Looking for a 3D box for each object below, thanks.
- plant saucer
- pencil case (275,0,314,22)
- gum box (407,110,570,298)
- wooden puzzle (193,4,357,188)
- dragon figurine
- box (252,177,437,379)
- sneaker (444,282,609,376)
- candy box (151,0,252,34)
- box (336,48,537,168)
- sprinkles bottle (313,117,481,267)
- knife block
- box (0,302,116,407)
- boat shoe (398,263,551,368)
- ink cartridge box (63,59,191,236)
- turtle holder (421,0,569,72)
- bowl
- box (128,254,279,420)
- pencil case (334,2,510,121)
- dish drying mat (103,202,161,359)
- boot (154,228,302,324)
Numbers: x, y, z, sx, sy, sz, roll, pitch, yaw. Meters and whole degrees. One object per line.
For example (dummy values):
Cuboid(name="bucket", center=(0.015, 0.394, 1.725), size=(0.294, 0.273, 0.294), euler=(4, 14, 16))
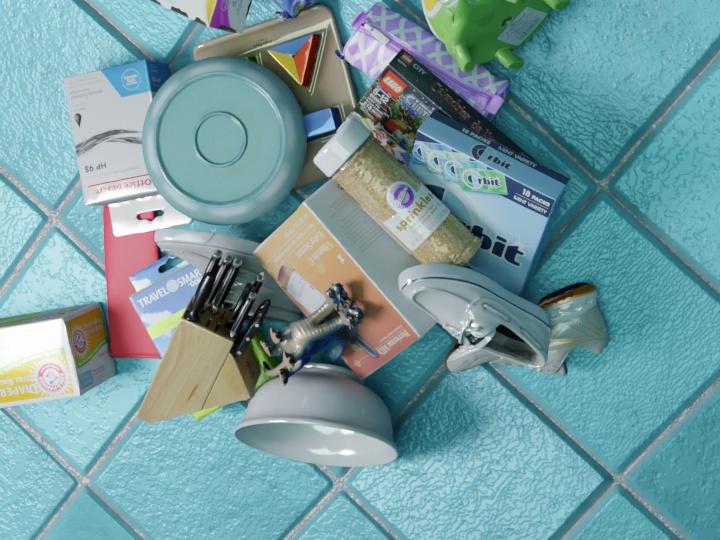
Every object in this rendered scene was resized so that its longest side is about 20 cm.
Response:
Cuboid(name="plant saucer", center=(-0.164, -0.153, 1.571), size=(0.199, 0.027, 0.201), euler=(0, 92, 6))
Cuboid(name="pencil case", center=(-0.029, -0.373, 1.528), size=(0.200, 0.087, 0.078), euler=(-34, 85, 14))
Cuboid(name="gum box", center=(0.127, -0.060, 1.496), size=(0.169, 0.045, 0.200), euler=(29, 140, 12))
Cuboid(name="wooden puzzle", center=(-0.098, -0.198, 1.600), size=(0.185, 0.046, 0.201), euler=(-15, 95, 16))
Cuboid(name="dragon figurine", center=(-0.055, 0.079, 1.513), size=(0.099, 0.200, 0.059), euler=(-25, 74, -21))
Cuboid(name="box", center=(0.000, 0.000, 1.537), size=(0.200, 0.106, 0.152), euler=(49, 143, 0))
Cuboid(name="sneaker", center=(0.196, 0.092, 1.559), size=(0.199, 0.076, 0.092), euler=(-23, 97, 18))
Cuboid(name="candy box", center=(-0.203, -0.372, 1.553), size=(0.200, 0.061, 0.137), euler=(28, 107, 34))
Cuboid(name="box", center=(0.084, -0.141, 1.516), size=(0.200, 0.038, 0.137), euler=(40, 141, -3))
Cuboid(name="sprinkles bottle", center=(0.041, -0.076, 1.460), size=(0.200, 0.068, 0.068), euler=(44, 107, -5))
Cuboid(name="knife block", center=(-0.196, 0.075, 1.572), size=(0.199, 0.064, 0.176), euler=(-15, 111, 15))
Cuboid(name="box", center=(-0.432, 0.112, 1.708), size=(0.199, 0.112, 0.102), euler=(-9, 97, 15))
Cuboid(name="boat shoe", center=(0.129, 0.052, 1.448), size=(0.199, 0.066, 0.074), euler=(20, 142, -24))
Cuboid(name="ink cartridge box", center=(-0.284, -0.147, 1.637), size=(0.115, 0.067, 0.201), euler=(-10, 90, 15))
Cuboid(name="turtle holder", center=(0.120, -0.300, 1.461), size=(0.132, 0.185, 0.141), euler=(56, 149, 23))
Cuboid(name="bowl", center=(-0.047, 0.168, 1.596), size=(0.200, 0.201, 0.091), euler=(3, 68, 14))
Cuboid(name="box", center=(-0.197, 0.070, 1.661), size=(0.122, 0.048, 0.201), euler=(-29, 92, 6))
Cuboid(name="pencil case", center=(0.075, -0.232, 1.528), size=(0.200, 0.086, 0.084), euler=(31, 79, 6))
Cuboid(name="dish drying mat", center=(-0.289, 0.013, 1.703), size=(0.076, 0.018, 0.201), euler=(0, 100, 14))
Cuboid(name="boot", center=(-0.155, 0.011, 1.599), size=(0.199, 0.074, 0.096), euler=(12, 84, -14))
